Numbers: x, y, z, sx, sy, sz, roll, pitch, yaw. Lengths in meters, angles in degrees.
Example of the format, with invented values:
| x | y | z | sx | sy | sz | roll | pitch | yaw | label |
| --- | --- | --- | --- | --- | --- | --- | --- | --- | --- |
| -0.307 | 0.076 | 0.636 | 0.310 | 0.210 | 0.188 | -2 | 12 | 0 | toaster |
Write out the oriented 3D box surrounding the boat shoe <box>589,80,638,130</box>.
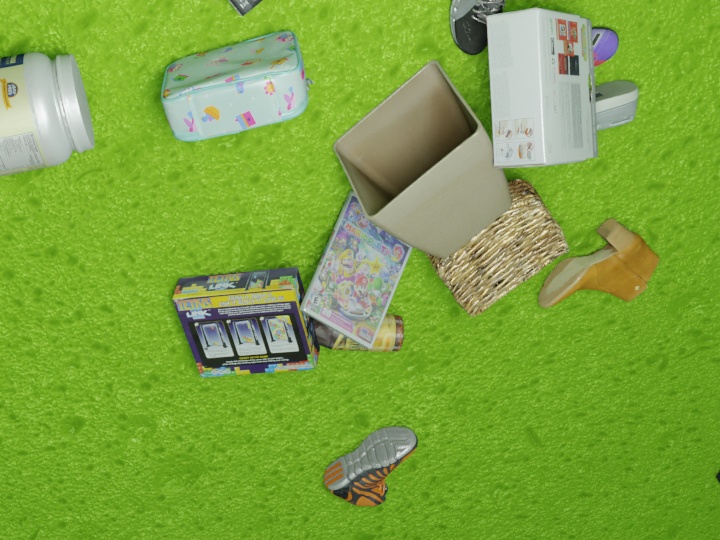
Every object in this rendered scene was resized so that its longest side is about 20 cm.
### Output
| x | y | z | sx | sy | sz | roll | pitch | yaw | label |
| --- | --- | --- | --- | --- | --- | --- | --- | --- | --- |
| 0.335 | -0.229 | 1.562 | 0.197 | 0.070 | 0.072 | -18 | 123 | -7 | boat shoe |

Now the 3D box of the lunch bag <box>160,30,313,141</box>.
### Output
| x | y | z | sx | sy | sz | roll | pitch | yaw | label |
| --- | --- | --- | --- | --- | --- | --- | --- | --- | --- |
| -0.162 | -0.247 | 1.357 | 0.196 | 0.161 | 0.078 | -13 | 121 | 0 | lunch bag |

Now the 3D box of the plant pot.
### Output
| x | y | z | sx | sy | sz | roll | pitch | yaw | label |
| --- | --- | --- | --- | --- | --- | --- | --- | --- | --- |
| 0.108 | -0.142 | 1.484 | 0.199 | 0.201 | 0.177 | -38 | 130 | 12 | plant pot |

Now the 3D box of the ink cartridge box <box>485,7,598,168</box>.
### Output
| x | y | z | sx | sy | sz | roll | pitch | yaw | label |
| --- | --- | --- | --- | --- | --- | --- | --- | --- | --- |
| 0.254 | -0.247 | 1.406 | 0.174 | 0.083 | 0.204 | -11 | 99 | -52 | ink cartridge box |

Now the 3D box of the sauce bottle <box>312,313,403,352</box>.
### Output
| x | y | z | sx | sy | sz | roll | pitch | yaw | label |
| --- | --- | --- | --- | --- | --- | --- | --- | --- | --- |
| -0.028 | 0.100 | 1.683 | 0.196 | 0.066 | 0.067 | 2 | 123 | -12 | sauce bottle |

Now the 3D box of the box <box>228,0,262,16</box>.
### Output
| x | y | z | sx | sy | sz | roll | pitch | yaw | label |
| --- | --- | --- | --- | --- | --- | --- | --- | --- | --- |
| -0.151 | -0.451 | 1.291 | 0.159 | 0.045 | 0.200 | -36 | 125 | 9 | box |

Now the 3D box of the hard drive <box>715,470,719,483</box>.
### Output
| x | y | z | sx | sy | sz | roll | pitch | yaw | label |
| --- | --- | --- | --- | --- | --- | --- | --- | --- | --- |
| 0.857 | 0.386 | 2.144 | 0.138 | 0.038 | 0.202 | 17 | 118 | -25 | hard drive |

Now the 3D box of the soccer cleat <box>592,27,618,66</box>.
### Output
| x | y | z | sx | sy | sz | roll | pitch | yaw | label |
| --- | --- | --- | --- | --- | --- | --- | --- | --- | --- |
| 0.295 | -0.300 | 1.500 | 0.196 | 0.074 | 0.069 | -17 | 126 | -4 | soccer cleat |

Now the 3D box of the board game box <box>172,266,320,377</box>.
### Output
| x | y | z | sx | sy | sz | roll | pitch | yaw | label |
| --- | --- | --- | --- | --- | --- | --- | --- | --- | --- |
| -0.176 | 0.083 | 1.599 | 0.196 | 0.057 | 0.168 | -5 | 125 | 11 | board game box |

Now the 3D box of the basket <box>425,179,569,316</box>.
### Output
| x | y | z | sx | sy | sz | roll | pitch | yaw | label |
| --- | --- | --- | --- | --- | --- | --- | --- | --- | --- |
| 0.199 | -0.058 | 1.600 | 0.199 | 0.150 | 0.143 | -36 | 119 | 11 | basket |

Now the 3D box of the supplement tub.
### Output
| x | y | z | sx | sy | sz | roll | pitch | yaw | label |
| --- | --- | --- | --- | --- | --- | --- | --- | --- | --- |
| -0.454 | -0.198 | 1.311 | 0.196 | 0.146 | 0.147 | -13 | 126 | -7 | supplement tub |

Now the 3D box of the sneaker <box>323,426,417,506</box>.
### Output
| x | y | z | sx | sy | sz | roll | pitch | yaw | label |
| --- | --- | --- | --- | --- | --- | --- | --- | --- | --- |
| 0.037 | 0.364 | 1.881 | 0.198 | 0.078 | 0.112 | -30 | 131 | 18 | sneaker |

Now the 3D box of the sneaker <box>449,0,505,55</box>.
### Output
| x | y | z | sx | sy | sz | roll | pitch | yaw | label |
| --- | --- | --- | --- | --- | --- | --- | --- | --- | --- |
| 0.178 | -0.376 | 1.390 | 0.074 | 0.116 | 0.203 | 0 | 123 | -16 | sneaker |

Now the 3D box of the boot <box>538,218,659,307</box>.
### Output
| x | y | z | sx | sy | sz | roll | pitch | yaw | label |
| --- | --- | --- | --- | --- | --- | --- | --- | --- | --- |
| 0.413 | 0.020 | 1.749 | 0.143 | 0.071 | 0.201 | 37 | 102 | -29 | boot |

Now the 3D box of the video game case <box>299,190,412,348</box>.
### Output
| x | y | z | sx | sy | sz | roll | pitch | yaw | label |
| --- | --- | --- | --- | --- | --- | --- | --- | --- | --- |
| 0.000 | 0.000 | 1.583 | 0.142 | 0.018 | 0.203 | 31 | 75 | -31 | video game case |
